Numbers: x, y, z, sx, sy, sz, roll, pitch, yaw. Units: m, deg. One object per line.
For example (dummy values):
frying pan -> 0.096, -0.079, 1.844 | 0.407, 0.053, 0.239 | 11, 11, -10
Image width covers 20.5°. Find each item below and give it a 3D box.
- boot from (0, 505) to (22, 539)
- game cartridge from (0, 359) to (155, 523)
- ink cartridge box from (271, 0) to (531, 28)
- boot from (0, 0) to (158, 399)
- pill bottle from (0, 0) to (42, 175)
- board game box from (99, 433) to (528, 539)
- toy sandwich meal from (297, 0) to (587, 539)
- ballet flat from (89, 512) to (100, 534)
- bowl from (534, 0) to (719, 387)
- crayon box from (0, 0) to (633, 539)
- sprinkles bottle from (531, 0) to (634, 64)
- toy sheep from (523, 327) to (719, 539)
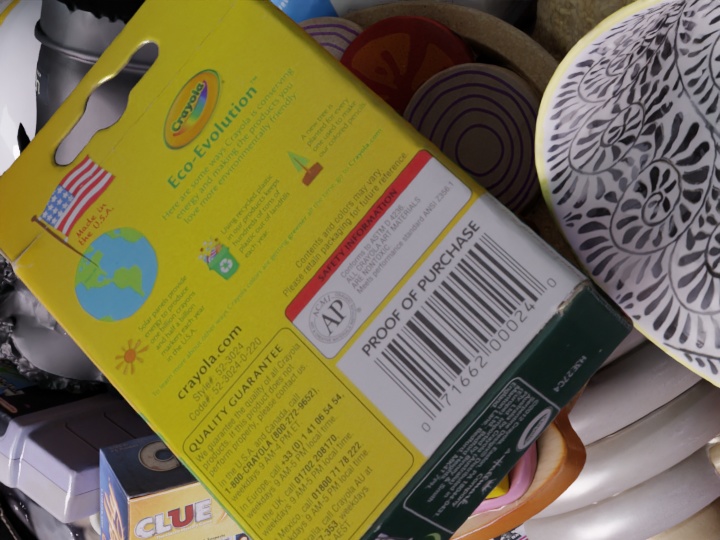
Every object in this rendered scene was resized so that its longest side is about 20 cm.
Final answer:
boot -> -0.243, 0.107, 1.148 | 0.200, 0.073, 0.151 | 45, 136, 22
game cartridge -> -0.144, 0.038, 0.875 | 0.199, 0.129, 0.039 | 30, 114, 34
ink cartridge box -> 0.004, -0.187, 0.724 | 0.115, 0.067, 0.202 | 10, 121, 20
boot -> -0.059, -0.024, 0.812 | 0.196, 0.074, 0.164 | 9, 113, -12
pill bottle -> -0.151, -0.075, 0.920 | 0.199, 0.112, 0.113 | 2, 115, 43
board game box -> -0.011, 0.114, 0.838 | 0.035, 0.198, 0.137 | 50, 144, 47
toy sandwich meal -> 0.000, 0.000, 0.693 | 0.203, 0.070, 0.208 | -5, 80, 31
ballet flat -> -0.058, 0.153, 1.001 | 0.199, 0.069, 0.070 | 25, 129, 31
bowl -> 0.159, -0.041, 0.573 | 0.199, 0.095, 0.202 | 20, 147, 14
crayon box -> -0.025, -0.002, 0.641 | 0.127, 0.051, 0.200 | -48, 58, 4
sprinkles bottle -> 0.096, -0.139, 0.684 | 0.068, 0.068, 0.202 | 24, 127, 32
toy sheep -> 0.089, 0.032, 0.748 | 0.137, 0.137, 0.201 | -25, 93, 48
